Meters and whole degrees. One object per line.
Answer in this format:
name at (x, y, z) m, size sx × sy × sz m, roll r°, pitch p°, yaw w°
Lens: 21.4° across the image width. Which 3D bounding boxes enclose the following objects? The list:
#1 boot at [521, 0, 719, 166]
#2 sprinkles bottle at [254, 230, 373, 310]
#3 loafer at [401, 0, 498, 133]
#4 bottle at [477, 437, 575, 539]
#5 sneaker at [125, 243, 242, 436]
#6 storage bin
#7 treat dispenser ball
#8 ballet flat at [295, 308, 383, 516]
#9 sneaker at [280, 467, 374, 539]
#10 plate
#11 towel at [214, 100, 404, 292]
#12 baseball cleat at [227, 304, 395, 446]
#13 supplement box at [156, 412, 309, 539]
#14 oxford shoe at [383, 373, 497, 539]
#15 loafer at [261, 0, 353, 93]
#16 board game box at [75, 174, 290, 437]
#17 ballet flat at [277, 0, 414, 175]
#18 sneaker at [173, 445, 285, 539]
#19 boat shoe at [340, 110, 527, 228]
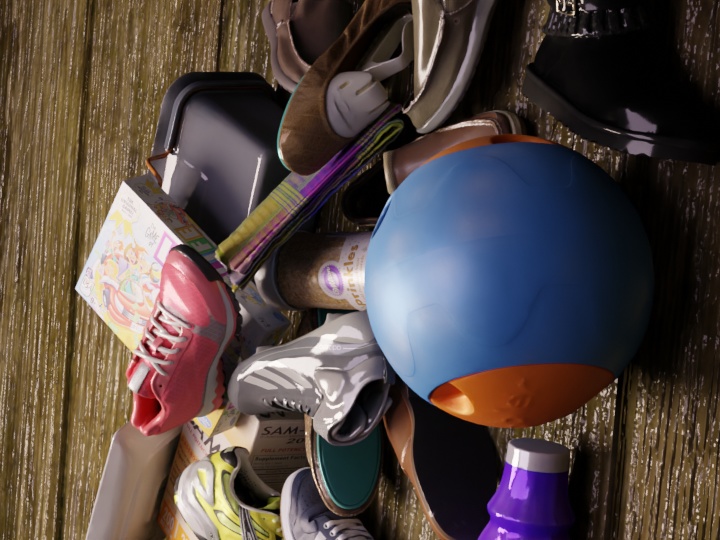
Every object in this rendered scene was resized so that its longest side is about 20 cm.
boot at (0.184, -0.170, 1.302) m, size 0.211 × 0.079 × 0.159 m, roll 39°, pitch 121°, yaw 52°
sprinkles bottle at (0.000, 0.000, 1.570) m, size 0.199 × 0.068 × 0.069 m, roll 0°, pitch 89°, yaw 46°
loafer at (0.069, -0.205, 1.482) m, size 0.075 × 0.069 × 0.201 m, roll -84°, pitch 14°, yaw -71°
bottle at (0.120, 0.226, 1.406) m, size 0.083 × 0.065 × 0.202 m, roll 18°, pitch 104°, yaw 56°
sneaker at (-0.154, 0.068, 1.593) m, size 0.074 × 0.087 × 0.201 m, roll 36°, pitch 141°, yaw 26°
storage bin at (-0.117, -0.065, 1.747) m, size 0.134 × 0.145 × 0.202 m, roll 34°, pitch 118°, yaw 42°
treat dispenser ball at (0.102, 0.007, 1.314) m, size 0.200 × 0.199 × 0.203 m, roll -3°, pitch 86°, yaw 58°
ballet flat at (-0.021, 0.118, 1.646) m, size 0.065 × 0.070 × 0.202 m, roll 137°, pitch 136°, yaw -60°
sneaker at (-0.001, 0.243, 1.598) m, size 0.109 × 0.070 × 0.201 m, roll -47°, pitch 55°, yaw 50°
plate at (-0.201, 0.208, 1.851) m, size 0.032 × 0.199 × 0.201 m, roll 24°, pitch 116°, yaw 14°
towel at (-0.044, -0.065, 1.578) m, size 0.200 × 0.023 × 0.144 m, roll -45°, pitch 12°, yaw -2°
baseball cleat at (-0.044, 0.101, 1.558) m, size 0.200 × 0.069 × 0.107 m, roll -34°, pitch 52°, yaw 46°
supplement box at (-0.116, 0.188, 1.782) m, size 0.126 × 0.073 × 0.201 m, roll 47°, pitch 127°, yaw 48°
oxford shoe at (0.058, 0.144, 1.514) m, size 0.201 × 0.071 × 0.072 m, roll -104°, pitch 29°, yaw -43°
loafer at (-0.040, -0.206, 1.656) m, size 0.071 × 0.073 × 0.200 m, roll -64°, pitch 30°, yaw 26°
board game box at (-0.162, 0.031, 1.698) m, size 0.200 × 0.034 × 0.135 m, roll 45°, pitch 126°, yaw 22°
ballet flat at (0.004, -0.157, 1.538) m, size 0.072 × 0.200 × 0.068 m, roll -4°, pitch 130°, yaw 42°
sneaker at (-0.081, 0.244, 1.667) m, size 0.200 × 0.075 × 0.076 m, roll 50°, pitch 124°, yaw 1°
boat shoe at (0.053, -0.072, 1.516) m, size 0.202 × 0.074 × 0.075 m, roll -32°, pitch 62°, yaw 53°
